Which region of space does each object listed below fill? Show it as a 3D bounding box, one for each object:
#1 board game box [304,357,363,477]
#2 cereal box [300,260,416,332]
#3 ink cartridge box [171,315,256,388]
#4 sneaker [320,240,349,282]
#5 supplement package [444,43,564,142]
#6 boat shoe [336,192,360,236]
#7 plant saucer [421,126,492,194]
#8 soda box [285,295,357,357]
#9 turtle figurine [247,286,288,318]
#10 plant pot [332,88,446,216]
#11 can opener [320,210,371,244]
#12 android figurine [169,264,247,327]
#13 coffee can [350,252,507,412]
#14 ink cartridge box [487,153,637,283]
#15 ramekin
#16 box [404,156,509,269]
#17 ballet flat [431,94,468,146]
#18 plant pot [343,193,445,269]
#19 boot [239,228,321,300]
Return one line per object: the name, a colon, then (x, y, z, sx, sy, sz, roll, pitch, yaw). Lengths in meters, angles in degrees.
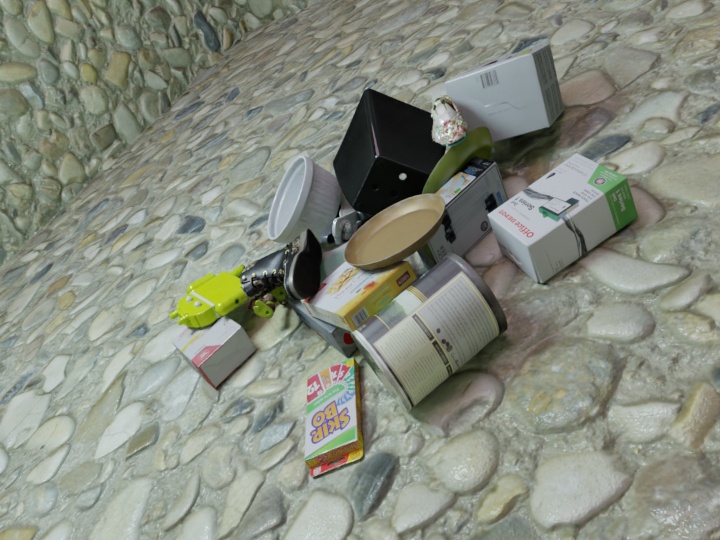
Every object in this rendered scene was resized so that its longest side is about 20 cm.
board game box: (-0.044, 0.232, 1.082, 0.094, 0.030, 0.202, -25, 35, 14)
cereal box: (-0.009, 0.032, 1.141, 0.143, 0.040, 0.199, -40, 21, -18)
ink cartridge box: (-0.313, 0.149, 1.388, 0.116, 0.068, 0.198, -43, 32, -19)
sneaker: (0.000, 0.000, 1.336, 0.198, 0.075, 0.118, -29, 66, -37)
supplement package: (0.307, -0.366, 1.405, 0.187, 0.151, 0.200, -10, 17, 30)
boat shoe: (-0.032, -0.122, 1.514, 0.061, 0.072, 0.202, -64, 30, 30)
plant saucer: (0.197, -0.189, 1.316, 0.199, 0.201, 0.031, -42, 68, -15)
soda box: (-0.064, 0.085, 1.256, 0.063, 0.069, 0.199, -41, 33, -14)
turtle figurine: (-0.174, 0.046, 1.399, 0.198, 0.065, 0.162, -38, 9, 15)
plant pot: (0.063, -0.211, 1.368, 0.180, 0.195, 0.202, -91, 23, -48)
can opener: (-0.006, -0.106, 1.404, 0.065, 0.054, 0.198, 12, 26, 36)
android figurine: (-0.310, 0.055, 1.422, 0.198, 0.042, 0.180, -33, 29, -25)
coffee can: (0.104, 0.094, 1.022, 0.198, 0.148, 0.146, -37, 32, -9)
ink cartridge box: (0.334, -0.091, 1.127, 0.197, 0.085, 0.146, -34, 31, -3)
ramekin: (-0.125, -0.147, 1.522, 0.200, 0.103, 0.204, -46, 33, 42)
box: (0.184, -0.101, 1.247, 0.199, 0.118, 0.060, -40, 36, -15)
ballet flat: (0.160, -0.290, 1.280, 0.074, 0.065, 0.201, -26, 21, 11)
plant pot: (0.061, -0.063, 1.145, 0.197, 0.028, 0.201, -28, 24, 13)
boot: (-0.150, 0.012, 1.230, 0.148, 0.074, 0.202, -26, 29, 17)
